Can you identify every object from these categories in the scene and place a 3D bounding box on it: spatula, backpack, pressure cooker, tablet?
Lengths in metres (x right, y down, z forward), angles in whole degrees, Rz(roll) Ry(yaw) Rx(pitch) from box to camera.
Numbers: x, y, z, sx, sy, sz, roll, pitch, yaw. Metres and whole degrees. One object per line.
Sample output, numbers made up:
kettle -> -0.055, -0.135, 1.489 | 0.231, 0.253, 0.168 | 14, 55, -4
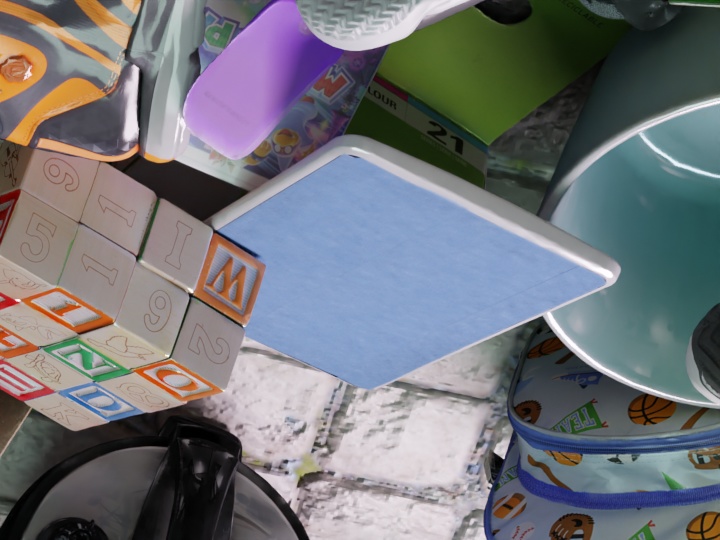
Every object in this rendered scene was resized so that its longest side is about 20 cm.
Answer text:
spatula -> -0.001, -0.130, 0.925 | 0.020, 0.201, 0.056 | 30, 179, 32
backpack -> 0.143, 0.107, 1.145 | 0.199, 0.191, 0.155 | -10, 120, 20
pressure cooker -> -0.111, 0.182, 1.264 | 0.178, 0.176, 0.200 | -21, 161, -28
tablet -> 0.000, 0.000, 1.024 | 0.130, 0.014, 0.200 | 25, 153, -22

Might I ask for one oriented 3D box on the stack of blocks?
stack of blocks -> -0.152, -0.014, 1.003 | 0.200, 0.059, 0.115 | 33, 151, -29

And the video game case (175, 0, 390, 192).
video game case -> -0.041, -0.136, 0.962 | 0.143, 0.018, 0.201 | 23, 109, -16

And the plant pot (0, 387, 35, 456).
plant pot -> -0.250, 0.026, 1.148 | 0.200, 0.187, 0.187 | 35, 134, -8

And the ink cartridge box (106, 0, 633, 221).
ink cartridge box -> -0.003, -0.061, 1.064 | 0.147, 0.076, 0.200 | 31, 136, -24

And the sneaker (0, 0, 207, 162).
sneaker -> -0.107, -0.132, 0.903 | 0.111, 0.078, 0.201 | 4, 113, -10

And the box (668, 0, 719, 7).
box -> 0.107, -0.162, 0.837 | 0.117, 0.201, 0.049 | 3, 139, 5

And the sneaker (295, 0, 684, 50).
sneaker -> 0.068, -0.121, 0.930 | 0.200, 0.075, 0.114 | -36, 147, -14

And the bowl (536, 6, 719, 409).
bowl -> 0.166, -0.043, 1.027 | 0.199, 0.105, 0.201 | 1, 142, 1

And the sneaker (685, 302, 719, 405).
sneaker -> 0.223, 0.057, 1.008 | 0.199, 0.076, 0.077 | 9, 140, -8
